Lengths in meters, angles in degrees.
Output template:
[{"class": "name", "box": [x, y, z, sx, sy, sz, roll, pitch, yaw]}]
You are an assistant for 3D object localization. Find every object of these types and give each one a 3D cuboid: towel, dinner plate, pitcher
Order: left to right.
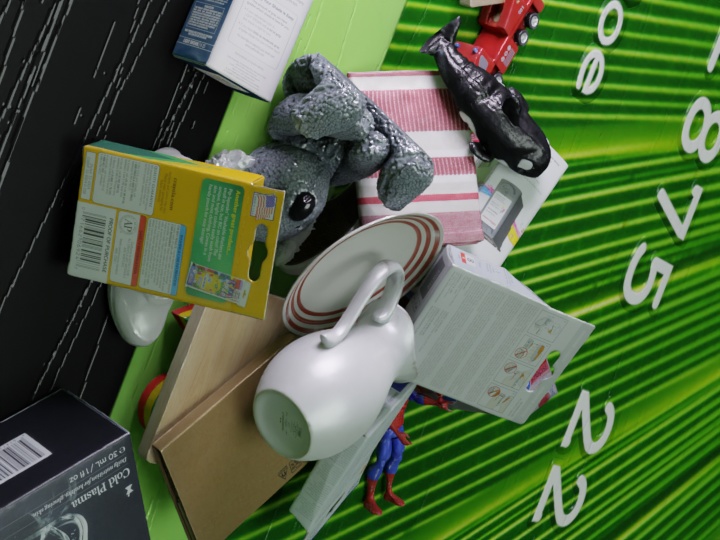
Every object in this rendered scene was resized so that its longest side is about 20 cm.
[{"class": "pitcher", "box": [-0.020, 0.092, 1.428, 0.199, 0.120, 0.174, -35, 138, -43]}, {"class": "dinner plate", "box": [0.000, 0.000, 1.460, 0.198, 0.024, 0.201, -28, 154, -15]}, {"class": "towel", "box": [0.059, -0.124, 1.529, 0.142, 0.023, 0.203, -3, 80, -16]}]

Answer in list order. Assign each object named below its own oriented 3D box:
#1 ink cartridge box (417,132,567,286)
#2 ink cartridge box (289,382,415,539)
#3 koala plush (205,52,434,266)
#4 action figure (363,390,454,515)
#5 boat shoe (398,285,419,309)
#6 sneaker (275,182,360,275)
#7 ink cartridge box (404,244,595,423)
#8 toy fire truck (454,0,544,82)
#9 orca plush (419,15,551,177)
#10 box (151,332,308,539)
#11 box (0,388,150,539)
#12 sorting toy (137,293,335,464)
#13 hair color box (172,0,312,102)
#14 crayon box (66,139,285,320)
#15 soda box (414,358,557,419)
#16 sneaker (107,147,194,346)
[{"class": "ink cartridge box", "box": [0.135, -0.072, 1.635, 0.085, 0.147, 0.201, 40, 74, -20]}, {"class": "ink cartridge box", "box": [-0.013, 0.216, 1.615, 0.201, 0.040, 0.199, -61, 170, 27]}, {"class": "koala plush", "box": [-0.061, -0.108, 1.431, 0.200, 0.184, 0.177, -48, 127, 7]}, {"class": "action figure", "box": [0.058, 0.217, 1.730, 0.065, 0.098, 0.203, -14, 114, -43]}, {"class": "boat shoe", "box": [0.029, 0.044, 1.593, 0.198, 0.072, 0.073, 19, 82, -33]}, {"class": "sneaker", "box": [-0.011, -0.041, 1.555, 0.199, 0.072, 0.085, -38, 138, -26]}, {"class": "ink cartridge box", "box": [0.143, 0.075, 1.563, 0.198, 0.050, 0.163, 21, 118, -23]}, {"class": "toy fire truck", "box": [0.158, -0.324, 1.636, 0.201, 0.048, 0.141, -58, 138, -10]}, {"class": "orca plush", "box": [0.158, -0.195, 1.528, 0.105, 0.071, 0.202, -30, 94, -33]}, {"class": "box", "box": [-0.123, 0.185, 1.462, 0.199, 0.021, 0.165, -39, 132, -30]}, {"class": "box", "box": [-0.316, 0.258, 1.315, 0.199, 0.123, 0.199, -30, 129, -36]}, {"class": "sorting toy", "box": [-0.145, 0.113, 1.478, 0.198, 0.069, 0.202, 22, 91, -50]}, {"class": "hair color box", "box": [-0.100, -0.282, 1.361, 0.100, 0.060, 0.202, 24, 88, -50]}, {"class": "crayon box", "box": [-0.169, -0.039, 1.293, 0.052, 0.197, 0.128, -46, 148, -74]}, {"class": "soda box", "box": [0.147, 0.132, 1.703, 0.070, 0.199, 0.064, -32, 111, -34]}, {"class": "sneaker", "box": [-0.196, -0.016, 1.360, 0.070, 0.080, 0.203, 1, 107, -49]}]
